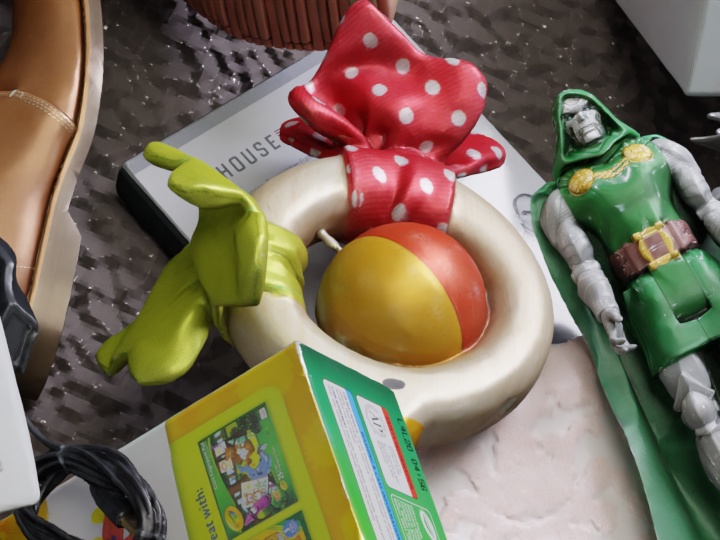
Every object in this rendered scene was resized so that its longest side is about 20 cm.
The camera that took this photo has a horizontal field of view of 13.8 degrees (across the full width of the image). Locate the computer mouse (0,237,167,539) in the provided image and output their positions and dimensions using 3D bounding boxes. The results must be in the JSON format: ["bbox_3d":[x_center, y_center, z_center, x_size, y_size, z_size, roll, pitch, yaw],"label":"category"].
[{"bbox_3d":[-0.117,0.044,1.050,0.059,0.034,0.200,-48,48,8],"label":"computer mouse"}]

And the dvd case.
[{"bbox_3d":[0.019,-0.002,1.214,0.150,0.025,0.200,-32,70,-30],"label":"dvd case"}]

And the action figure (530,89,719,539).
[{"bbox_3d":[0.123,0.015,1.138,0.118,0.055,0.201,-27,70,-7],"label":"action figure"}]

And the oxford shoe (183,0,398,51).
[{"bbox_3d":[-0.056,-0.150,1.236,0.199,0.071,0.074,26,45,29],"label":"oxford shoe"}]

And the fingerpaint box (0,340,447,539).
[{"bbox_3d":[-0.040,0.155,1.009,0.073,0.166,0.201,29,35,-54],"label":"fingerpaint box"}]

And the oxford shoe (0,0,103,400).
[{"bbox_3d":[-0.142,-0.049,1.171,0.071,0.071,0.201,14,55,-12],"label":"oxford shoe"}]

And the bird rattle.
[{"bbox_3d":[0.000,0.000,1.134,0.163,0.113,0.200,44,41,18],"label":"bird rattle"}]

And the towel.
[{"bbox_3d":[0.036,0.128,1.110,0.199,0.032,0.192,-12,69,-20],"label":"towel"}]

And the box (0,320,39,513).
[{"bbox_3d":[-0.230,0.007,0.956,0.199,0.131,0.200,-14,91,-19],"label":"box"}]

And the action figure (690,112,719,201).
[{"bbox_3d":[0.172,0.019,1.205,0.130,0.069,0.201,16,62,-24],"label":"action figure"}]

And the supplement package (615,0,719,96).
[{"bbox_3d":[0.222,-0.169,1.275,0.199,0.152,0.151,1,27,-14],"label":"supplement package"}]
